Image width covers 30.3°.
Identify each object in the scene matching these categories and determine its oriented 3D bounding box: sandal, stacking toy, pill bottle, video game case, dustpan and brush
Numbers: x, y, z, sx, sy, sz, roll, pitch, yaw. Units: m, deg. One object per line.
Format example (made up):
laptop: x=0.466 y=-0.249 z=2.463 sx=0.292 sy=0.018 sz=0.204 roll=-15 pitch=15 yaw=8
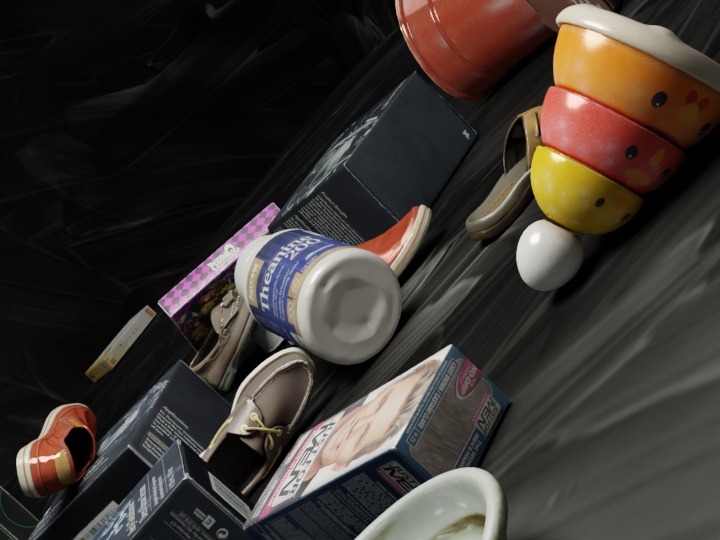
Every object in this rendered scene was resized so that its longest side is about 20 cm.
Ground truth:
sandal: x=0.158 y=-0.115 z=1.265 sx=0.200 sy=0.055 sz=0.082 roll=-49 pitch=10 yaw=-8
stacking toy: x=0.173 y=-0.076 z=0.961 sx=0.146 sy=0.145 sz=0.202 roll=-114 pitch=49 yaw=-79
pill bottle: x=-0.051 y=0.019 z=1.331 sx=0.111 sy=0.111 sz=0.199 roll=-49 pitch=28 yaw=-12
video game case: x=-0.163 y=0.022 z=1.781 sx=0.200 sy=0.036 sz=0.182 roll=-41 pitch=-25 yaw=-10
dustpan and brush: x=-0.095 y=0.059 z=1.713 sx=0.140 sy=0.057 sz=0.200 roll=-58 pitch=2 yaw=9

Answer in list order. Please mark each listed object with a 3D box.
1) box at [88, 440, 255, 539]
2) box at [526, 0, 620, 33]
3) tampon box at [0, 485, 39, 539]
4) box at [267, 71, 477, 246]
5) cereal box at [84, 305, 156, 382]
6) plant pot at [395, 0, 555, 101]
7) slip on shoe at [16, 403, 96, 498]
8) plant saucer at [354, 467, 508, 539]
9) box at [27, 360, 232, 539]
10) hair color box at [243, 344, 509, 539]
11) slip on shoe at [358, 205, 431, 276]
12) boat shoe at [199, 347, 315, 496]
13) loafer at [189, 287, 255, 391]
box: x=-0.174 y=0.259 z=1.088 sx=0.200 sy=0.107 sz=0.148 roll=-49 pitch=11 yaw=-4
box: x=0.267 y=-0.359 z=1.610 sx=0.075 sy=0.100 sz=0.201 roll=-39 pitch=13 yaw=37
tampon box: x=-0.497 y=0.393 z=1.817 sx=0.127 sy=0.150 sz=0.200 roll=-50 pitch=10 yaw=-23
box: x=0.015 y=-0.110 z=1.669 sx=0.196 sy=0.124 sz=0.201 roll=-32 pitch=18 yaw=50
cereal box: x=-0.616 y=0.189 z=3.417 sx=0.201 sy=0.039 sz=0.144 roll=-54 pitch=12 yaw=-34
plant pot: x=0.183 y=-0.358 z=1.753 sx=0.194 sy=0.201 sz=0.201 roll=-27 pitch=21 yaw=40
slip on shoe: x=-0.306 y=0.188 z=1.404 sx=0.060 sy=0.075 sz=0.200 roll=-12 pitch=7 yaw=4
plant saucer: x=0.016 y=0.195 z=0.691 sx=0.200 sy=0.050 sz=0.200 roll=-45 pitch=10 yaw=10
box: x=-0.239 y=0.235 z=1.433 sx=0.197 sy=0.117 sz=0.200 roll=-44 pitch=10 yaw=21
hair color box: x=0.007 y=0.136 z=0.927 sx=0.200 sy=0.060 sz=0.100 roll=-36 pitch=16 yaw=47
slip on shoe: x=0.000 y=0.000 z=1.436 sx=0.200 sy=0.061 sz=0.074 roll=-44 pitch=9 yaw=15
boat shoe: x=-0.107 y=0.165 z=1.280 sx=0.201 sy=0.072 sz=0.060 roll=-51 pitch=16 yaw=1
loafer: x=-0.175 y=0.079 z=1.730 sx=0.072 sy=0.062 sz=0.201 roll=-79 pitch=9 yaw=-50
